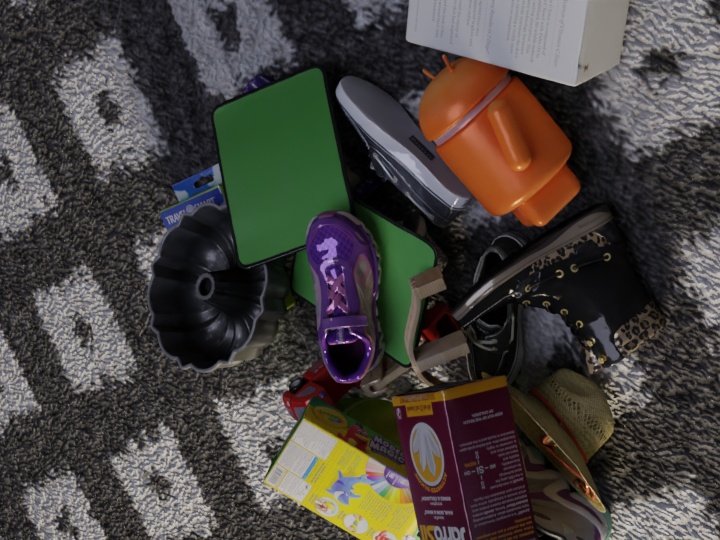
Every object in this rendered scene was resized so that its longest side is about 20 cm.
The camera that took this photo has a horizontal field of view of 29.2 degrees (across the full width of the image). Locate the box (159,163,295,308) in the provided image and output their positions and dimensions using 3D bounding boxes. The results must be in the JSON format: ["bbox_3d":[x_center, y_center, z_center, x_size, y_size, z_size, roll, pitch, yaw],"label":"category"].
[{"bbox_3d":[-0.174,-0.027,1.754,0.121,0.048,0.202,-19,98,39],"label":"box"}]

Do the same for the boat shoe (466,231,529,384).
[{"bbox_3d":[0.145,0.056,1.548,0.070,0.063,0.203,19,119,28],"label":"boat shoe"}]

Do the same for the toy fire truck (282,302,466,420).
[{"bbox_3d":[0.013,0.113,1.613,0.049,0.200,0.141,56,161,-23],"label":"toy fire truck"}]

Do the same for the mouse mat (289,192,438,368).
[{"bbox_3d":[0.000,0.000,1.557,0.199,0.007,0.163,32,125,30],"label":"mouse mat"}]

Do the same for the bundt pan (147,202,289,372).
[{"bbox_3d":[-0.161,0.024,1.656,0.200,0.075,0.205,-8,77,38],"label":"bundt pan"}]

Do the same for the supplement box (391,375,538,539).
[{"bbox_3d":[0.111,0.220,1.461,0.110,0.085,0.203,-16,84,61],"label":"supplement box"}]

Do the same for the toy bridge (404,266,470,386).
[{"bbox_3d":[0.086,0.089,1.520,0.066,0.027,0.202,-21,125,0],"label":"toy bridge"}]

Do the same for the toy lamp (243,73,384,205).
[{"bbox_3d":[-0.058,-0.151,1.614,0.200,0.058,0.058,44,128,9],"label":"toy lamp"}]

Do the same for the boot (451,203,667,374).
[{"bbox_3d":[0.210,0.041,1.452,0.199,0.073,0.152,-34,94,1],"label":"boot"}]

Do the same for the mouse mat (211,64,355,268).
[{"bbox_3d":[-0.090,-0.117,1.566,0.159,0.008,0.203,-18,76,25],"label":"mouse mat"}]

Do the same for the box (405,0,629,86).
[{"bbox_3d":[0.159,-0.288,1.367,0.198,0.106,0.154,21,119,28],"label":"box"}]

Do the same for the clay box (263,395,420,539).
[{"bbox_3d":[0.003,0.239,1.554,0.198,0.048,0.115,30,124,-4],"label":"clay box"}]

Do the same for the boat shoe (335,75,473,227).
[{"bbox_3d":[0.039,-0.131,1.547,0.200,0.072,0.068,43,126,4],"label":"boat shoe"}]

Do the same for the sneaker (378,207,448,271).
[{"bbox_3d":[0.026,-0.002,1.609,0.088,0.077,0.199,40,148,-22],"label":"sneaker"}]

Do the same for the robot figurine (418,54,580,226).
[{"bbox_3d":[0.140,-0.139,1.424,0.116,0.144,0.200,-38,97,33],"label":"robot figurine"}]

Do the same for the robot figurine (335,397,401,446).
[{"bbox_3d":[-0.002,0.212,1.664,0.199,0.173,0.118,-11,84,60],"label":"robot figurine"}]

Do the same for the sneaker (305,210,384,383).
[{"bbox_3d":[-0.018,0.037,1.501,0.079,0.089,0.203,-4,113,13],"label":"sneaker"}]

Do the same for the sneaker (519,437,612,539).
[{"bbox_3d":[0.178,0.269,1.563,0.199,0.139,0.079,31,124,21],"label":"sneaker"}]

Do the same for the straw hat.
[{"bbox_3d":[0.229,0.160,1.512,0.085,0.201,0.201,-40,81,-4],"label":"straw hat"}]
